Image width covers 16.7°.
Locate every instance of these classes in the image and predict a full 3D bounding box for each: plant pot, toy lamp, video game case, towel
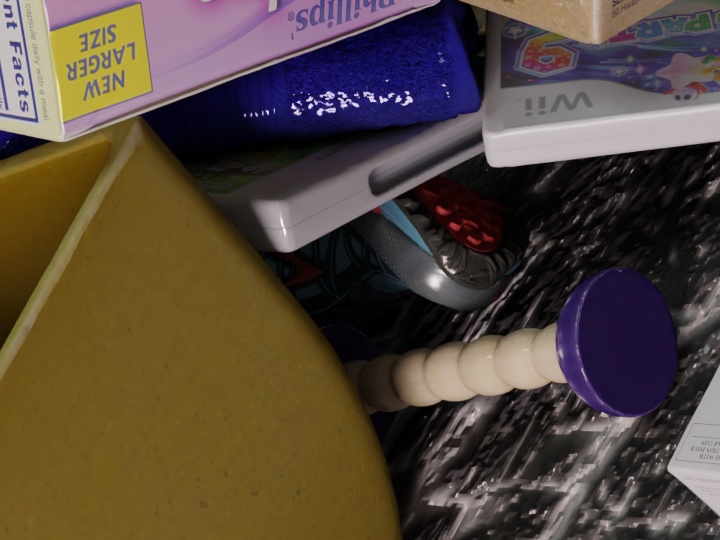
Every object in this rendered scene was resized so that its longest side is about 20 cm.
[{"bbox_3d":[-0.100,0.098,0.846,0.195,0.200,0.195,-15,41,49],"label":"plant pot"},{"bbox_3d":[0.027,0.040,0.898,0.199,0.058,0.058,-11,44,49],"label":"toy lamp"},{"bbox_3d":[-0.046,-0.051,0.944,0.199,0.022,0.182,4,22,40],"label":"video game case"},{"bbox_3d":[0.119,-0.112,0.928,0.142,0.018,0.201,-6,39,9],"label":"video game case"},{"bbox_3d":[-0.055,-0.081,0.927,0.199,0.050,0.148,-9,16,2],"label":"towel"}]

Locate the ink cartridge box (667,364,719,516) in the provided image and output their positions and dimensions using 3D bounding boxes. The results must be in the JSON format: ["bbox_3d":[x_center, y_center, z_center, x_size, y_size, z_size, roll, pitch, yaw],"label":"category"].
[{"bbox_3d":[0.182,0.034,0.679,0.200,0.044,0.094,0,55,57],"label":"ink cartridge box"}]

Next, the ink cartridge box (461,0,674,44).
[{"bbox_3d":[0.064,-0.170,0.923,0.199,0.075,0.164,24,42,38],"label":"ink cartridge box"}]

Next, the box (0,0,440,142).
[{"bbox_3d":[-0.105,-0.127,0.863,0.175,0.097,0.199,-24,26,-39],"label":"box"}]

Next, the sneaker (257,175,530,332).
[{"bbox_3d":[0.000,0.000,0.997,0.200,0.079,0.096,27,98,63],"label":"sneaker"}]

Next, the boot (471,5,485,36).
[{"bbox_3d":[0.011,-0.159,1.183,0.175,0.066,0.200,-41,28,16],"label":"boot"}]
